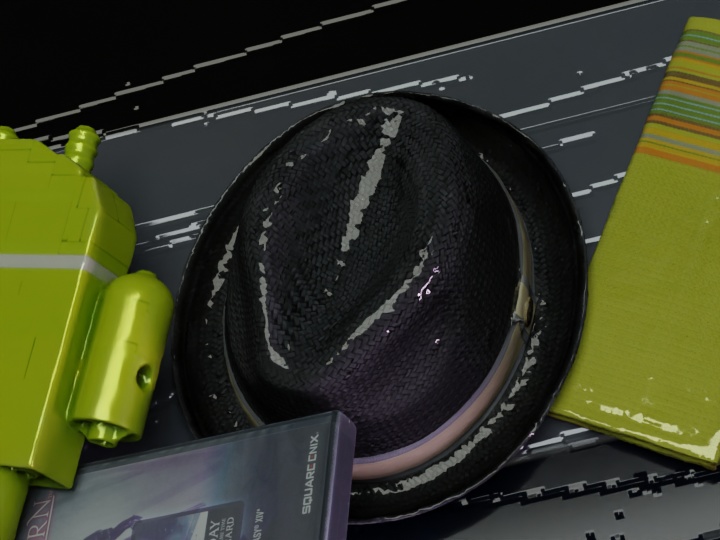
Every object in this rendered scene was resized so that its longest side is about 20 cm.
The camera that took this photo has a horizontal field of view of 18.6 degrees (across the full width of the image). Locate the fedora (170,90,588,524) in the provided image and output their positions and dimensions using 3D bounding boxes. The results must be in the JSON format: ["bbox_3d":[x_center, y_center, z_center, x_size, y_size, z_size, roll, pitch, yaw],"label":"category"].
[{"bbox_3d":[0.000,0.000,0.916,0.200,0.092,0.201,-5,65,11],"label":"fedora"}]

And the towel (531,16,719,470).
[{"bbox_3d":[0.149,-0.016,0.948,0.086,0.018,0.200,17,71,22],"label":"towel"}]

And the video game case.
[{"bbox_3d":[-0.097,0.137,0.866,0.200,0.019,0.143,-13,51,26],"label":"video game case"}]

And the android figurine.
[{"bbox_3d":[-0.162,0.027,0.938,0.182,0.041,0.200,-1,66,30],"label":"android figurine"}]
